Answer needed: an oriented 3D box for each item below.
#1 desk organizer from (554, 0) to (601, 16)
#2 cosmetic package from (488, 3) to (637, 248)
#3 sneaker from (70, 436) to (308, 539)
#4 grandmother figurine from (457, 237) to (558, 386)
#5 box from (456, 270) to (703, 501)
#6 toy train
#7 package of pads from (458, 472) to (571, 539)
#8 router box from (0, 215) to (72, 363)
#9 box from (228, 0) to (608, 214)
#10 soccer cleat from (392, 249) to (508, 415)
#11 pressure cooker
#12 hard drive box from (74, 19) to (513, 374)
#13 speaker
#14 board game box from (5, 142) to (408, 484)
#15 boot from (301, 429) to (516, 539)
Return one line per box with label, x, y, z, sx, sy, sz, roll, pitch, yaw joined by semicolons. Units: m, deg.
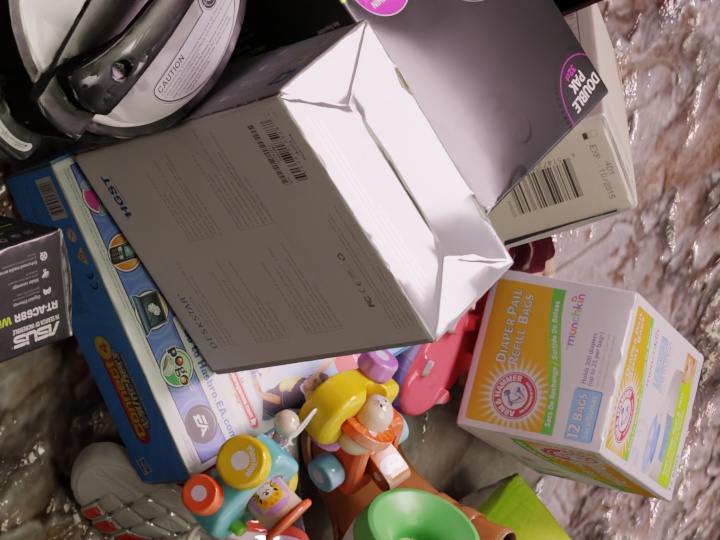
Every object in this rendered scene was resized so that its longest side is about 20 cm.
desk organizer;0.107;-0.260;1.487;0.077;0.072;0.200;-41;103;-31
cosmetic package;0.116;-0.099;1.558;0.200;0.105;0.071;-82;152;-61
sneaker;-0.105;0.129;1.501;0.200;0.077;0.082;34;50;-49
grandmother figurine;0.106;-0.003;1.694;0.121;0.060;0.200;-15;111;-74
box;0.151;0.080;1.634;0.200;0.101;0.113;36;67;-65
toy train;-0.027;0.125;1.426;0.200;0.056;0.150;-31;155;-36
package of pads;0.081;0.254;1.681;0.155;0.068;0.200;51;58;-6
router box;-0.268;0.020;1.214;0.200;0.150;0.062;-21;115;-42
box;0.014;-0.130;1.357;0.149;0.124;0.200;-43;106;-40
soccer cleat;0.052;0.007;1.602;0.200;0.076;0.067;-64;152;-23
pressure cooker;-0.157;-0.152;1.249;0.179;0.200;0.176;-14;108;-45
hard drive box;-0.040;-0.034;1.302;0.077;0.200;0.156;-43;110;-34
speaker;0.006;0.230;1.497;0.088;0.088;0.200;-18;141;-44
board game box;-0.081;-0.006;1.429;0.196;0.056;0.200;-29;101;-37
boot;0.032;0.152;1.573;0.077;0.155;0.200;21;81;-48
